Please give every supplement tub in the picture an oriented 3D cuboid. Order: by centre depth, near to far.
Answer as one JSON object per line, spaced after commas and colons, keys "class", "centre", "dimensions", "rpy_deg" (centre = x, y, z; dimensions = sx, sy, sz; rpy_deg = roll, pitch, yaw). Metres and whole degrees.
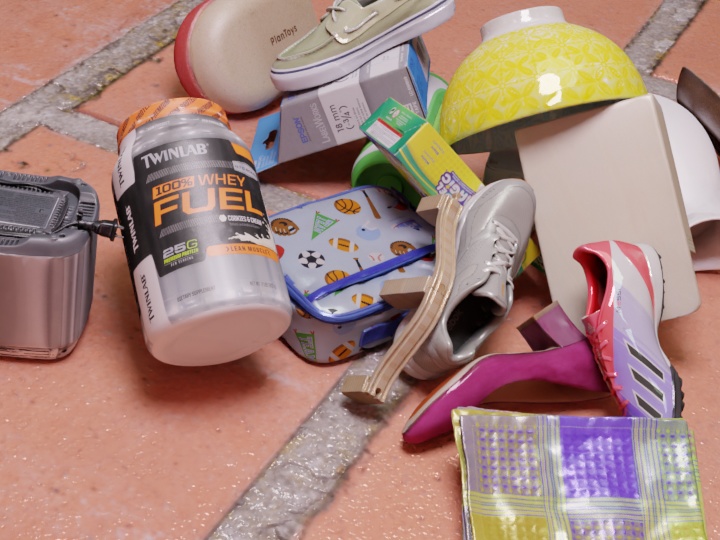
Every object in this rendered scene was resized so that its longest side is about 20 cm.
{"class": "supplement tub", "centre": [-0.135, -0.033, 1.199], "dimensions": [0.122, 0.123, 0.200], "rpy_deg": [-7, 66, -22]}

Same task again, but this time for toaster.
{"class": "toaster", "centre": [-0.294, -0.007, 1.209], "dimensions": [0.199, 0.129, 0.114], "rpy_deg": [7, 36, -2]}

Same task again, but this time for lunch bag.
{"class": "lunch bag", "centre": [0.000, 0.000, 1.317], "dimensions": [0.200, 0.076, 0.160], "rpy_deg": [-21, 47, -35]}

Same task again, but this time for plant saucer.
{"class": "plant saucer", "centre": [0.397, -0.131, 1.540], "dimensions": [0.200, 0.032, 0.200], "rpy_deg": [46, 10, -11]}

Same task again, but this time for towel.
{"class": "towel", "centre": [0.168, 0.171, 1.118], "dimensions": [0.199, 0.023, 0.144], "rpy_deg": [5, 55, -5]}

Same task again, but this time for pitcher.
{"class": "pitcher", "centre": [0.287, -0.078, 1.470], "dimensions": [0.171, 0.121, 0.200], "rpy_deg": [-16, 51, -8]}

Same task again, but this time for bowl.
{"class": "bowl", "centre": [0.162, -0.185, 1.372], "dimensions": [0.200, 0.108, 0.200], "rpy_deg": [-13, -4, -1]}

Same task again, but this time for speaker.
{"class": "speaker", "centre": [0.047, -0.129, 1.496], "dimensions": [0.088, 0.089, 0.200], "rpy_deg": [13, 35, 6]}

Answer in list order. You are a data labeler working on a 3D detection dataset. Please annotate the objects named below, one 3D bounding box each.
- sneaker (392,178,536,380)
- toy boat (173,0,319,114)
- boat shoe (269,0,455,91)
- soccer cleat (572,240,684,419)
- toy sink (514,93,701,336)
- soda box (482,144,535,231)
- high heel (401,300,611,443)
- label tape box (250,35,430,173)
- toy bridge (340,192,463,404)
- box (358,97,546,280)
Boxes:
{"class": "sneaker", "centre": [0.110, 0.007, 1.247], "dimensions": [0.076, 0.092, 0.200], "rpy_deg": [35, 72, -20]}
{"class": "toy boat", "centre": [-0.141, -0.249, 1.619], "dimensions": [0.130, 0.131, 0.200], "rpy_deg": [-6, 23, 36]}
{"class": "boat shoe", "centre": [-0.004, -0.243, 1.437], "dimensions": [0.200, 0.062, 0.072], "rpy_deg": [-27, 28, -4]}
{"class": "soccer cleat", "centre": [0.220, 0.068, 1.222], "dimensions": [0.073, 0.068, 0.201], "rpy_deg": [7, 65, -21]}
{"class": "toy sink", "centre": [0.234, -0.045, 1.346], "dimensions": [0.130, 0.201, 0.112], "rpy_deg": [-14, -5, 16]}
{"class": "soda box", "centre": [0.172, -0.123, 1.532], "dimensions": [0.063, 0.068, 0.200], "rpy_deg": [14, 35, 8]}
{"class": "high heel", "centre": [0.127, 0.110, 1.214], "dimensions": [0.200, 0.067, 0.096], "rpy_deg": [-34, 86, -25]}
{"class": "label tape box", "centre": [-0.032, -0.180, 1.487], "dimensions": [0.199, 0.063, 0.144], "rpy_deg": [-17, 28, 13]}
{"class": "toy bridge", "centre": [0.047, 0.019, 1.224], "dimensions": [0.027, 0.067, 0.200], "rpy_deg": [36, 66, -29]}
{"class": "box", "centre": [0.090, -0.066, 1.354], "dimensions": [0.200, 0.048, 0.117], "rpy_deg": [44, 1, -24]}
